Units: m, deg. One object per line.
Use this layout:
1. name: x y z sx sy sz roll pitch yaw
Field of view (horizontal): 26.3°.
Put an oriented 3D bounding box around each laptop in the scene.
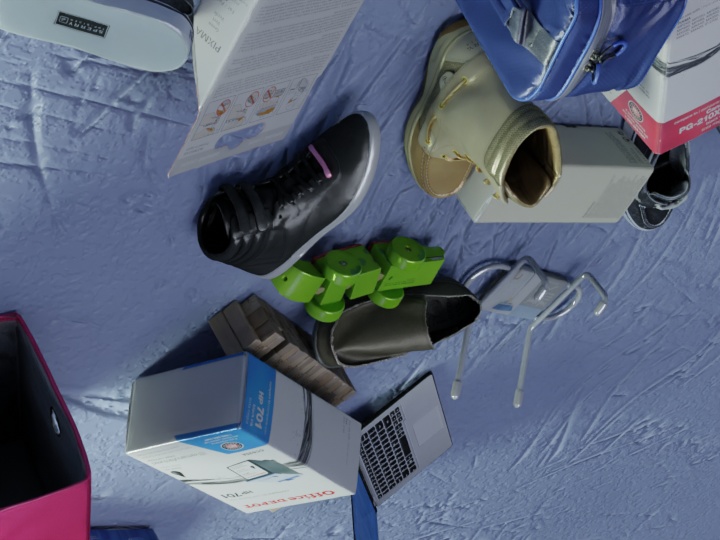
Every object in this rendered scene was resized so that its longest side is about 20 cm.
1. laptop: 0.052 0.256 1.793 0.200 0.116 0.187 -37 148 -13

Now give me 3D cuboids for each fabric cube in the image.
1. fabric cube: -0.357 0.192 1.348 0.200 0.196 0.200 -16 143 -23

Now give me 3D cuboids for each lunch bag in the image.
1. lunch bag: 0.152 -0.225 1.218 0.132 0.200 0.136 -9 145 -26

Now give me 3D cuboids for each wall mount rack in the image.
1. wall mount rack: 0.177 0.066 1.718 0.200 0.075 0.174 13 126 -46

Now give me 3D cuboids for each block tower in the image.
1. block tower: -0.074 0.091 1.569 0.054 0.058 0.200 -37 147 9

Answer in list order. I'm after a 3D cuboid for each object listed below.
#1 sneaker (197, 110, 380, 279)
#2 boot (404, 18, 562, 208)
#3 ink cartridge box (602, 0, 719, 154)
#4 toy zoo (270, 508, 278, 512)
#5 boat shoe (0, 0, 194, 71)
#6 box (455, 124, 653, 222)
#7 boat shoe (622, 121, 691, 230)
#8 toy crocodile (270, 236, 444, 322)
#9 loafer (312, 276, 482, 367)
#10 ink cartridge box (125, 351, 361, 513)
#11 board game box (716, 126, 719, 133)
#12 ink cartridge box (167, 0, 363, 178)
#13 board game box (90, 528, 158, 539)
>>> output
1. sneaker: -0.067 -0.067 1.358 0.099 0.071 0.200 6 135 -49
2. boot: 0.110 -0.103 1.377 0.073 0.156 0.200 -14 142 -25
3. ink cartridge box: 0.258 -0.226 1.348 0.084 0.145 0.200 -26 146 -12
4. toy zoo: -0.088 0.199 1.725 0.131 0.020 0.200 -34 146 4
5. boat shoe: -0.208 -0.205 1.075 0.199 0.068 0.074 15 141 -18
6. box: 0.188 -0.096 1.528 0.200 0.068 0.082 0 134 -38
7. boat shoe: 0.317 -0.095 1.630 0.072 0.068 0.200 -24 146 -11
8. toy crocodile: 0.000 0.000 1.517 0.200 0.062 0.068 -11 141 -36
9. loafer: 0.041 0.050 1.576 0.200 0.070 0.075 -20 104 -30
10. ink cartridge box: -0.113 0.166 1.540 0.146 0.086 0.200 -15 146 30
11. board game box: 0.393 -0.154 1.546 0.064 0.148 0.200 -37 146 10
12. ink cartridge box: -0.075 -0.175 1.193 0.161 0.050 0.200 -25 155 -53
13. board game box: -0.350 0.362 1.705 0.200 0.043 0.199 9 128 -45
